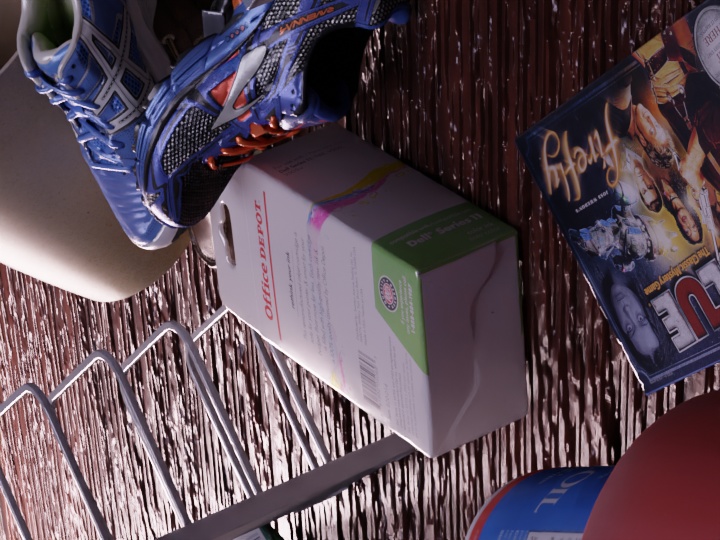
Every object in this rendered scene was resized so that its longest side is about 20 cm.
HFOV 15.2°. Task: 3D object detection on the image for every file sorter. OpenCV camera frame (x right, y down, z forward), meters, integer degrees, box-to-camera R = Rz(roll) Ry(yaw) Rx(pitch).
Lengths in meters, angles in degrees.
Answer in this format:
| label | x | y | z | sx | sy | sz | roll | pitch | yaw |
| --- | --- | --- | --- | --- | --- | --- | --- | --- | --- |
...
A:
| label | x | y | z | sx | sy | sz | roll | pitch | yaw |
| --- | --- | --- | --- | --- | --- | --- | --- | --- | --- |
| file sorter | -0.098 | 0.097 | 1.533 | 0.125 | 0.200 | 0.139 | 64 | 153 | 6 |

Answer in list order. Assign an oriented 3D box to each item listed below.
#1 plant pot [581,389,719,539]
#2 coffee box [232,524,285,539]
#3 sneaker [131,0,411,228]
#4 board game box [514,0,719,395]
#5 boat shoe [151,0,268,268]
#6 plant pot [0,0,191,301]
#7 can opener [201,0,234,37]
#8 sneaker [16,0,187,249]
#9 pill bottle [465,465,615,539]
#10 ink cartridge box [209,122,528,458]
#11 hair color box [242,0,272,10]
| label | x | y | z | sx | sy | sz | roll | pitch | yaw |
| --- | --- | --- | --- | --- | --- | --- | --- | --- | --- |
| plant pot | 0.211 | 0.145 | 1.046 | 0.177 | 0.200 | 0.201 | -3 | 110 | 51 |
| coffee box | -0.023 | 0.247 | 1.644 | 0.200 | 0.044 | 0.123 | 58 | 178 | 14 |
| sneaker | -0.047 | -0.092 | 1.362 | 0.078 | 0.075 | 0.200 | 46 | 121 | 16 |
| board game box | 0.150 | -0.033 | 1.155 | 0.136 | 0.035 | 0.200 | 63 | 153 | 5 |
| boat shoe | -0.100 | -0.081 | 1.524 | 0.075 | 0.075 | 0.202 | 37 | 142 | 43 |
| plant pot | -0.189 | -0.076 | 1.576 | 0.187 | 0.187 | 0.200 | 27 | 163 | 51 |
| can opener | -0.051 | -0.189 | 1.395 | 0.067 | 0.053 | 0.200 | 14 | 131 | 18 |
| sneaker | -0.143 | -0.102 | 1.438 | 0.076 | 0.077 | 0.200 | 0 | 113 | 45 |
| pill bottle | 0.138 | 0.144 | 1.241 | 0.200 | 0.112 | 0.112 | -10 | 103 | 62 |
| ink cartridge box | 0.000 | 0.000 | 1.419 | 0.200 | 0.067 | 0.117 | 33 | 138 | 45 |
| hair color box | 0.004 | -0.199 | 1.211 | 0.061 | 0.099 | 0.200 | 60 | 153 | 8 |
